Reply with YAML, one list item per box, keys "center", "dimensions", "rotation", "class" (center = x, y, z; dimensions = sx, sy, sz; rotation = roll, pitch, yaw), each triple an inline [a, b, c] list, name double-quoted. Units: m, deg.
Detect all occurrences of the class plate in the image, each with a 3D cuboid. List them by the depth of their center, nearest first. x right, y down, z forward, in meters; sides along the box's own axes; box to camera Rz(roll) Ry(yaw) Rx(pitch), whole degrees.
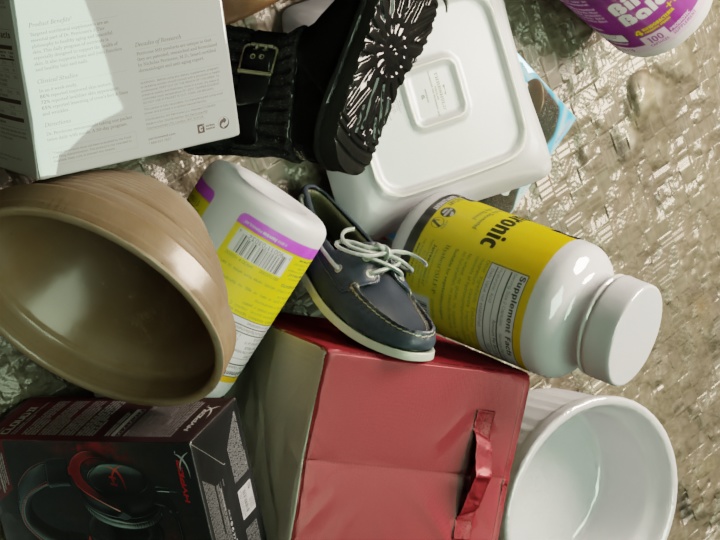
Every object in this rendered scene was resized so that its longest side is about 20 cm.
- center: [0.054, -0.143, 1.356]
  dimensions: [0.200, 0.032, 0.200]
  rotation: [-20, 100, -21]
  class: "plate"

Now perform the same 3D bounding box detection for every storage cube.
- center: [-0.001, 0.136, 1.313]
  dimensions: [0.179, 0.200, 0.171]
  rotation: [9, 95, -28]
  class: "storage cube"

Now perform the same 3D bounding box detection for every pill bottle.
- center: [-0.118, 0.025, 1.251]
  dimensions: [0.104, 0.104, 0.200]
  rotation: [28, 99, -35]
  class: "pill bottle"
- center: [0.128, 0.018, 1.301]
  dimensions: [0.111, 0.200, 0.111]
  rotation: [-35, 136, -42]
  class: "pill bottle"
- center: [0.205, -0.270, 1.403]
  dimensions: [0.200, 0.112, 0.112]
  rotation: [29, 83, -44]
  class: "pill bottle"

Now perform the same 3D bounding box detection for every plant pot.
- center: [-0.168, -0.003, 1.144]
  dimensions: [0.201, 0.201, 0.093]
  rotation: [50, 47, -30]
  class: "plant pot"

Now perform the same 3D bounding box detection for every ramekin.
- center: [0.180, 0.202, 1.505]
  dimensions: [0.200, 0.098, 0.201]
  rotation: [-7, 102, -33]
  class: "ramekin"

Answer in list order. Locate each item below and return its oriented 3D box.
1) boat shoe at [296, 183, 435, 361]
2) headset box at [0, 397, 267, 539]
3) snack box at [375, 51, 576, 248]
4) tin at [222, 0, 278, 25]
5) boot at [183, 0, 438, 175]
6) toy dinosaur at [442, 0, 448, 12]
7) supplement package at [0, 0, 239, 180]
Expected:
- center: [0.000, 0.000, 1.277]
  dimensions: [0.075, 0.200, 0.062]
  rotation: [12, 112, -35]
  class: "boat shoe"
- center: [-0.177, 0.173, 1.212]
  dimensions: [0.075, 0.200, 0.149]
  rotation: [-44, 128, -58]
  class: "headset box"
- center: [0.089, -0.089, 1.421]
  dimensions: [0.116, 0.037, 0.200]
  rotation: [42, 76, -31]
  class: "snack box"
- center: [-0.053, -0.243, 1.247]
  dimensions: [0.200, 0.112, 0.042]
  rotation: [-38, 112, -21]
  class: "tin"
- center: [-0.043, -0.173, 1.250]
  dimensions: [0.079, 0.158, 0.211]
  rotation: [49, 59, -52]
  class: "boot"
- center: [0.065, -0.290, 1.348]
  dimensions: [0.200, 0.077, 0.102]
  rotation: [-53, 153, -56]
  class: "toy dinosaur"
- center: [-0.194, -0.182, 1.141]
  dimensions: [0.152, 0.151, 0.200]
  rotation: [-16, 108, -29]
  class: "supplement package"
